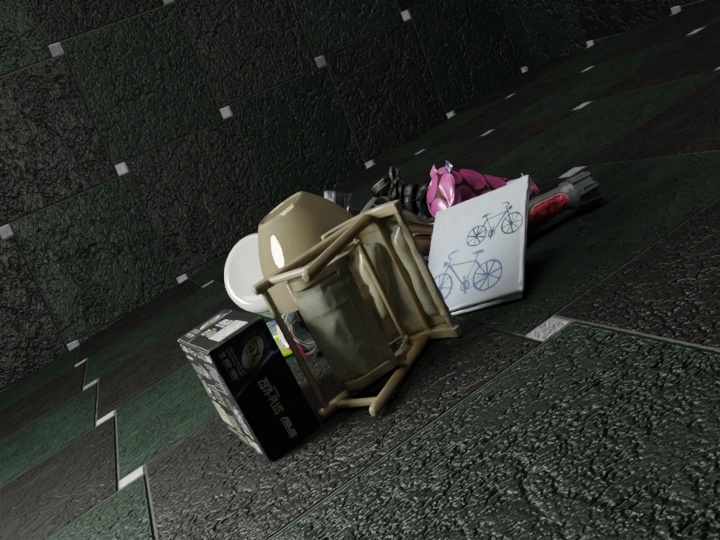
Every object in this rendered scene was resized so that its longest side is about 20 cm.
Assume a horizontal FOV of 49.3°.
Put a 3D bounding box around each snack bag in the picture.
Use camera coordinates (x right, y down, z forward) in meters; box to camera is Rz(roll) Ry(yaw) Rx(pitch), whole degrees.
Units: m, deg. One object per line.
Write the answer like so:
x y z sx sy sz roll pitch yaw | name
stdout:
0.170 -0.030 1.157 0.186 0.021 0.204 -20 48 41 | snack bag

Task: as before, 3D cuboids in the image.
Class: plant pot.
-0.094 -0.047 1.291 0.198 0.136 0.201 -35 15 11 | plant pot

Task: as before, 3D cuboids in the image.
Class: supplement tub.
-0.160 0.018 1.514 0.142 0.148 0.200 -25 -17 13 | supplement tub

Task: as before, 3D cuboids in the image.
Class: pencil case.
0.209 -0.125 1.314 0.092 0.195 0.095 -61 34 35 | pencil case

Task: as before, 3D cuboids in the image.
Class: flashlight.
0.293 -0.089 1.266 0.196 0.069 0.068 -24 7 0 | flashlight

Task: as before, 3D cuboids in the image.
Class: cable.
0.038 -0.161 1.654 0.095 0.051 0.200 -28 -13 9 | cable

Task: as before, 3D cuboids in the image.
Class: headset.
0.112 -0.145 1.459 0.121 0.097 0.198 2 5 36 | headset

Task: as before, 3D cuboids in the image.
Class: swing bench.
0.002 0.050 1.019 0.128 0.202 0.199 -13 18 49 | swing bench

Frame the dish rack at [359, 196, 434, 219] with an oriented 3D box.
0.095 -0.077 1.504 0.195 0.045 0.172 13 29 12 | dish rack

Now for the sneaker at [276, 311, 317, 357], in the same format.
-0.084 0.062 1.336 0.075 0.079 0.202 -53 12 40 | sneaker

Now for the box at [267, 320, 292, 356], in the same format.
-0.162 0.130 1.442 0.196 0.048 0.122 -23 13 22 | box

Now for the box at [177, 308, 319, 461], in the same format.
-0.157 0.148 1.068 0.085 0.167 0.199 -31 11 -21 | box

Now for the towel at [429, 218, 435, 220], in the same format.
0.194 -0.092 1.436 0.196 0.025 0.145 -14 7 -35 | towel

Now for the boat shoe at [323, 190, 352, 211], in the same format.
-0.045 -0.074 1.595 0.066 0.204 0.074 0 35 -7 | boat shoe

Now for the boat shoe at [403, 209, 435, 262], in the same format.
0.113 -0.043 1.322 0.195 0.076 0.073 15 59 15 | boat shoe
